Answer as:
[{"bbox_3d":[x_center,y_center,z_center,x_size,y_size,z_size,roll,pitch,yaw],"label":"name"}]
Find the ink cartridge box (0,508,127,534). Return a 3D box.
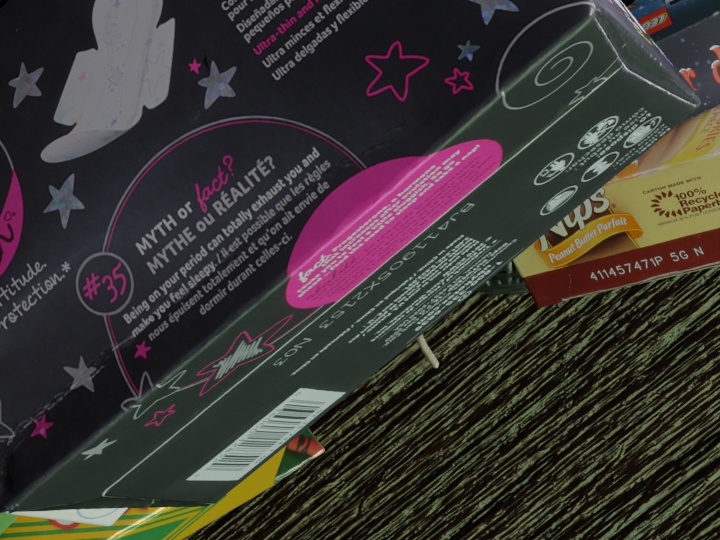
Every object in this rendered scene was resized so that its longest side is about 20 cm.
[{"bbox_3d":[-0.156,0.076,0.734,0.145,0.048,0.200,17,122,-47],"label":"ink cartridge box"}]

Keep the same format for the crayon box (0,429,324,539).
[{"bbox_3d":[-0.127,0.076,0.910,0.200,0.127,0.051,-29,156,-30],"label":"crayon box"}]

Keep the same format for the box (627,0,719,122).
[{"bbox_3d":[0.120,-0.106,0.779,0.200,0.038,0.137,-25,-152,13],"label":"box"}]

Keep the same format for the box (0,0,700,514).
[{"bbox_3d":[-0.026,-0.036,0.531,0.200,0.115,0.132,-39,162,13],"label":"box"}]

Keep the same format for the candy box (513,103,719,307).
[{"bbox_3d":[0.135,-0.076,0.817,0.115,0.055,0.200,-14,-148,28],"label":"candy box"}]

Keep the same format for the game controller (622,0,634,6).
[{"bbox_3d":[0.040,-0.067,0.683,0.200,0.042,0.104,-39,178,-27],"label":"game controller"}]

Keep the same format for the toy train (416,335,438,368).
[{"bbox_3d":[0.000,0.000,0.864,0.084,0.200,0.116,-6,-147,22],"label":"toy train"}]

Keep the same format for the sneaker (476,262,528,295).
[{"bbox_3d":[0.068,-0.084,0.920,0.076,0.200,0.091,1,-153,14],"label":"sneaker"}]
